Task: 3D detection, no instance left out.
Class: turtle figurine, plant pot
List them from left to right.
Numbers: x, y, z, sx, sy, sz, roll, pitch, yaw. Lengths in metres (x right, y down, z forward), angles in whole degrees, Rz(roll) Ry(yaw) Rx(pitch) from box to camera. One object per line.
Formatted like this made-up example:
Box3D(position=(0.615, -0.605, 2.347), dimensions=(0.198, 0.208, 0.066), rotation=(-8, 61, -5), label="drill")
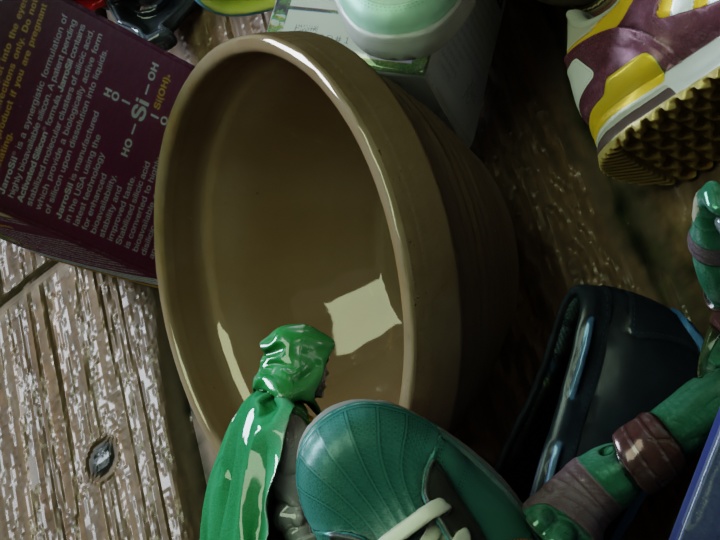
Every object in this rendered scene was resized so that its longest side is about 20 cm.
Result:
Box3D(position=(0.000, 0.000, 0.864), dimensions=(0.200, 0.092, 0.202), rotation=(20, 114, 53), label="plant pot")
Box3D(position=(0.156, 0.041, 0.730), dimensions=(0.150, 0.101, 0.200), rotation=(41, 98, 3), label="turtle figurine")

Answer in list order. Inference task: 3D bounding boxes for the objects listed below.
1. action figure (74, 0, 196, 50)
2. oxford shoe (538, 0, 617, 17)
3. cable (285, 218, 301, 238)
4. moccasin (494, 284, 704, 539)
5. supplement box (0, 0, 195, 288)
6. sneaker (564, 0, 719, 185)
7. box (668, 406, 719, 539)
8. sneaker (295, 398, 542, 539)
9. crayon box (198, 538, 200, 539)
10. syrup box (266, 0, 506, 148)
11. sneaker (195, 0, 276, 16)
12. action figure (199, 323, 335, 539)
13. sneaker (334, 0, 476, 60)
Box3D(position=(-0.135, -0.221, 1.103), dimensions=(0.193, 0.105, 0.200), rotation=(-45, 51, 5), label="action figure")
Box3D(position=(0.101, -0.209, 0.874), dimensions=(0.071, 0.073, 0.202), rotation=(4, 84, 60), label="oxford shoe")
Box3D(position=(-0.010, -0.105, 0.972), dimensions=(0.097, 0.050, 0.201), rotation=(12, 80, 41), label="cable")
Box3D(position=(0.056, 0.094, 0.802), dimensions=(0.201, 0.068, 0.080), rotation=(-63, 21, 1), label="moccasin")
Box3D(position=(-0.160, -0.071, 0.989), dimensions=(0.130, 0.200, 0.104), rotation=(14, 82, 43), label="supplement box")
Box3D(position=(0.160, -0.118, 0.806), dimensions=(0.199, 0.075, 0.091), rotation=(-32, 59, 27), label="sneaker")
Box3D(position=(0.163, 0.090, 0.675), dimensions=(0.120, 0.032, 0.201), rotation=(20, 102, 5), label="box")
Box3D(position=(0.047, 0.132, 0.724), dimensions=(0.071, 0.080, 0.200), rotation=(-36, 94, 3), label="sneaker")
Box3D(position=(-0.054, 0.224, 0.871), dimensions=(0.127, 0.051, 0.201), rotation=(-44, 49, 19), label="crayon box")
Box3D(position=(0.027, -0.163, 0.922), dimensions=(0.078, 0.081, 0.201), rotation=(8, 72, 21), label="syrup box")
Box3D(position=(-0.024, -0.202, 0.974), dimensions=(0.200, 0.079, 0.131), rotation=(-54, 34, 13), label="sneaker")
Box3D(position=(-0.036, 0.120, 0.795), dimensions=(0.118, 0.054, 0.202), rotation=(-175, 93, -77), label="action figure")
Box3D(position=(0.011, -0.192, 0.827), dimensions=(0.073, 0.118, 0.202), rotation=(1, 73, 15), label="sneaker")
